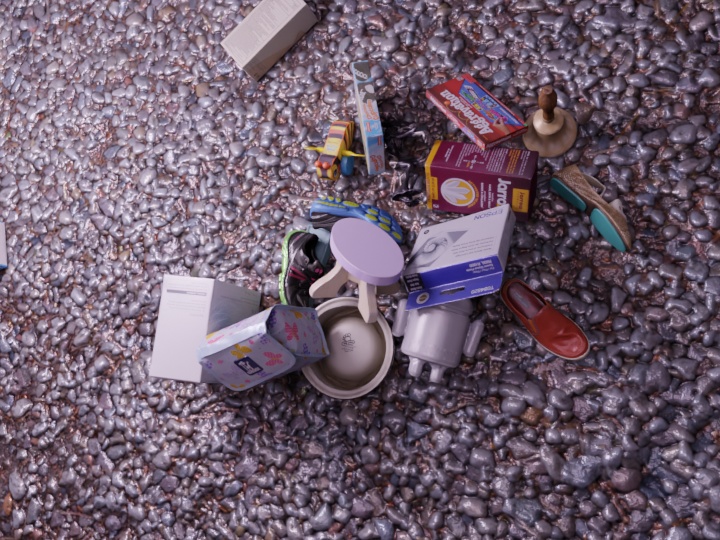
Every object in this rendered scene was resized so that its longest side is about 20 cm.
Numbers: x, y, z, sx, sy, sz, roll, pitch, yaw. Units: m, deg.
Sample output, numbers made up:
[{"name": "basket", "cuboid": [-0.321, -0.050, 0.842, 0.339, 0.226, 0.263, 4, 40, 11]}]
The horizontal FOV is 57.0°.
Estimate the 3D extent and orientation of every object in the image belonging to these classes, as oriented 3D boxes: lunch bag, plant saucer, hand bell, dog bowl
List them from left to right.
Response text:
[{"name": "lunch bag", "cuboid": [-0.183, 0.143, 1.232, 0.169, 0.200, 0.128, -24, 71, 21]}, {"name": "plant saucer", "cuboid": [-0.112, -0.001, 1.403, 0.070, 0.019, 0.201, 17, 85, 19]}, {"name": "dog bowl", "cuboid": [-0.020, 0.155, 1.319, 0.199, 0.074, 0.201, -3, 80, 18]}, {"name": "hand bell", "cuboid": [0.344, -0.287, 1.213, 0.104, 0.200, 0.105, -3, 81, 16]}]

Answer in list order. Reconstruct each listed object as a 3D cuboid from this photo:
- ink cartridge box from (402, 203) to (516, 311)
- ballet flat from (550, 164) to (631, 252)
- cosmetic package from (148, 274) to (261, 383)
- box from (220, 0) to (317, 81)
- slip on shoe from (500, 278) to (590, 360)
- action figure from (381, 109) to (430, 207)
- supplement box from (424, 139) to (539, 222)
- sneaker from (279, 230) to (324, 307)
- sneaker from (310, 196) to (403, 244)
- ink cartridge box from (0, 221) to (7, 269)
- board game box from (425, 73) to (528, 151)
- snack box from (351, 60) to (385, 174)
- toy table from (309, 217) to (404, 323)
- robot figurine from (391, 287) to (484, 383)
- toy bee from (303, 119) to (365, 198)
[{"name": "ink cartridge box", "cuboid": [0.176, -0.025, 1.216, 0.199, 0.041, 0.200, -15, 36, 34]}, {"name": "ballet flat", "cuboid": [0.442, -0.124, 1.229, 0.065, 0.071, 0.200, -38, 75, -7]}, {"name": "cosmetic package", "cuboid": [-0.307, 0.125, 1.345, 0.123, 0.199, 0.201, 5, 83, 19]}, {"name": "box", "cuboid": [-0.204, -0.536, 1.488, 0.200, 0.078, 0.095, -41, 72, 7]}, {"name": "slip on shoe", "cuboid": [0.337, 0.090, 1.226, 0.074, 0.061, 0.200, -45, 73, 4]}, {"name": "action figure", "cuboid": [0.096, -0.232, 1.318, 0.102, 0.119, 0.201, -9, 73, 13]}, {"name": "supplement box", "cuboid": [0.230, -0.170, 1.263, 0.199, 0.111, 0.086, 10, 49, 19]}, {"name": "sneaker", "cuboid": [-0.116, 0.013, 1.353, 0.084, 0.077, 0.201, -5, 81, 20]}, {"name": "sneaker", "cuboid": [-0.008, -0.091, 1.362, 0.199, 0.071, 0.083, 16, 124, 6]}, {"name": "ink cartridge box", "cuboid": [-0.997, -0.049, 1.626, 0.199, 0.129, 0.126, -16, 77, 15]}, {"name": "board game box", "cuboid": [0.225, -0.314, 1.298, 0.103, 0.019, 0.200, -26, 54, -15]}, {"name": "snack box", "cuboid": [0.016, -0.308, 1.332, 0.037, 0.116, 0.201, -9, 60, 0]}, {"name": "toy table", "cuboid": [0.000, 0.000, 1.262, 0.183, 0.200, 0.117, 4, 125, -13]}, {"name": "robot figurine", "cuboid": [0.146, 0.108, 1.253, 0.169, 0.113, 0.201, 15, 85, 0]}, {"name": "toy bee", "cuboid": [-0.052, -0.227, 1.375, 0.130, 0.109, 0.201, -11, 78, 13]}]
